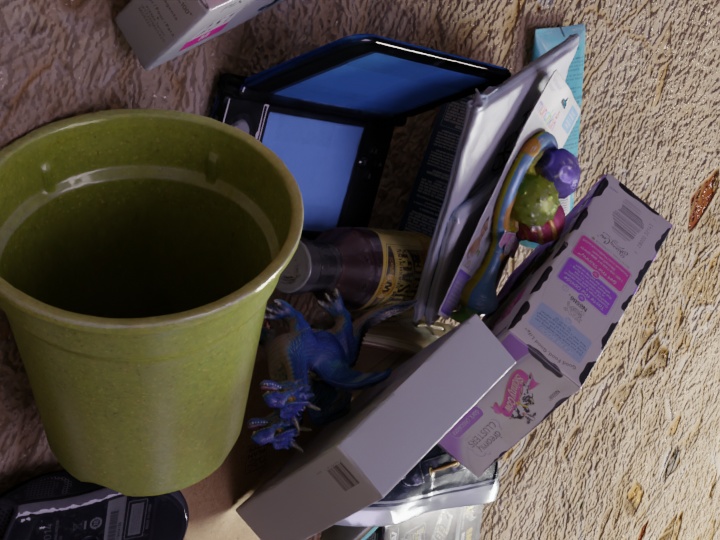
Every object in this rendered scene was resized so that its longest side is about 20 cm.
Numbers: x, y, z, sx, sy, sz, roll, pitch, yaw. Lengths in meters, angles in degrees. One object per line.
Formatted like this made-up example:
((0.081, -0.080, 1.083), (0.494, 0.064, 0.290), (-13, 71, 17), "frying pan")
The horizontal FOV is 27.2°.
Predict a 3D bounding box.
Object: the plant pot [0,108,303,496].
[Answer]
((-0.138, 0.032, 0.927), (0.200, 0.200, 0.185), (-36, 145, -36), "plant pot")

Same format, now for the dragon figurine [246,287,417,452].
((-0.020, 0.070, 1.046), (0.199, 0.100, 0.059), (-3, 145, -51), "dragon figurine")

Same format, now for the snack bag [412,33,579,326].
((0.111, -0.074, 1.156), (0.188, 0.021, 0.201), (-37, 148, -49), "snack bag")

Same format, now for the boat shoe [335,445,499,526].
((0.035, 0.151, 1.224), (0.199, 0.071, 0.092), (-4, 98, -41), "boat shoe")

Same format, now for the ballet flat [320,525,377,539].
((0.020, 0.162, 1.300), (0.200, 0.067, 0.064), (-43, 110, -32), "ballet flat")

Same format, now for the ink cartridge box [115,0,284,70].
((-0.037, -0.212, 0.932), (0.200, 0.173, 0.044), (-35, 95, -37), "ink cartridge box")

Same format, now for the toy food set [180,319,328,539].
((-0.094, 0.131, 1.133), (0.200, 0.048, 0.199), (-35, 133, -37), "toy food set")

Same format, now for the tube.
((0.174, -0.121, 1.354), (0.077, 0.050, 0.202), (-20, 118, -51), "tube")

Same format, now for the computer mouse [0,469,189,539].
((-0.210, 0.171, 1.003), (0.199, 0.053, 0.140), (1, 110, -38), "computer mouse")

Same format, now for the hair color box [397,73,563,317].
((0.096, -0.067, 1.264), (0.100, 0.060, 0.202), (13, 98, -54), "hair color box")

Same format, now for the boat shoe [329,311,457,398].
((0.037, 0.067, 1.259), (0.199, 0.065, 0.072), (12, 136, -41), "boat shoe")

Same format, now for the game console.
((-0.005, -0.086, 1.074), (0.199, 0.118, 0.172), (3, 106, -52), "game console")

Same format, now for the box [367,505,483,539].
((0.046, 0.284, 1.397), (0.158, 0.048, 0.202), (-22, 125, -46), "box")

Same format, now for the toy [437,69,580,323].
((0.130, -0.041, 1.144), (0.201, 0.047, 0.115), (-61, 161, 0), "toy")

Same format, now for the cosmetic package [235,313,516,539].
((0.007, 0.122, 1.073), (0.151, 0.052, 0.200), (-43, -179, -32), "cosmetic package")

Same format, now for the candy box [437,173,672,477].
((0.145, 0.044, 1.187), (0.200, 0.071, 0.168), (-53, -179, -40), "candy box")

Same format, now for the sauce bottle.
((0.000, 0.000, 1.133), (0.199, 0.066, 0.067), (-1, 109, -58), "sauce bottle")
